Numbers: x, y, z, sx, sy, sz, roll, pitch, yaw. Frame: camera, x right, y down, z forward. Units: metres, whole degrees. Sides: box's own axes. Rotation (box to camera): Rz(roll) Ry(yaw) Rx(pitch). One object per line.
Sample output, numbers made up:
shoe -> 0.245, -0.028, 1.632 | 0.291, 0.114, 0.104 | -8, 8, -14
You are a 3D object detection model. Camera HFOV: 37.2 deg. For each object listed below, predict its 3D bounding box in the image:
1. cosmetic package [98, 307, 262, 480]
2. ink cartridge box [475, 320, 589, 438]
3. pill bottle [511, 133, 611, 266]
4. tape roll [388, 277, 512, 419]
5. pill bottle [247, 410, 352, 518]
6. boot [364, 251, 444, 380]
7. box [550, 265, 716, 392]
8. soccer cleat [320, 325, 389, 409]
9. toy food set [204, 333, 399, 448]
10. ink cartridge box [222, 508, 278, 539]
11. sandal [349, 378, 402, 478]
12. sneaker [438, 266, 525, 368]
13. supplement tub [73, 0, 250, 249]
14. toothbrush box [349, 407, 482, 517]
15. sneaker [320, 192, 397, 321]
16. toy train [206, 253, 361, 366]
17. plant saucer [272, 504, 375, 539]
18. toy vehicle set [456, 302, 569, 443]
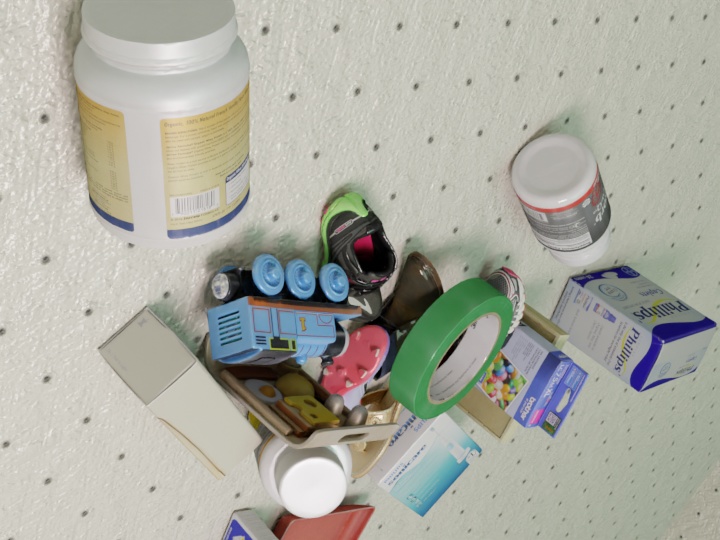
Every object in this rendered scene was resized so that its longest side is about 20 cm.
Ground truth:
cosmetic package -> -0.193, 0.139, 1.175 | 0.073, 0.104, 0.200 | -43, 144, -11
ink cartridge box -> 0.230, 0.145, 1.577 | 0.042, 0.200, 0.119 | 1, 120, -50
pill bottle -> 0.288, -0.093, 1.498 | 0.116, 0.116, 0.200 | -47, 146, -6
tape roll -> 0.123, 0.106, 1.430 | 0.200, 0.048, 0.200 | -38, 150, -27
pill bottle -> -0.072, 0.211, 1.278 | 0.109, 0.200, 0.109 | -4, 109, -11
boot -> 0.055, 0.067, 1.417 | 0.097, 0.075, 0.200 | -34, 145, -27
box -> 0.455, 0.092, 1.785 | 0.184, 0.200, 0.105 | -10, 128, -44
soccer cleat -> -0.017, 0.154, 1.429 | 0.076, 0.067, 0.200 | 3, 122, -59
toy food set -> -0.068, 0.130, 1.222 | 0.143, 0.200, 0.060 | 4, 115, -51
ink cartridge box -> -0.137, 0.464, 1.454 | 0.047, 0.200, 0.198 | -1, 123, -47
sandal -> 0.021, 0.189, 1.511 | 0.070, 0.078, 0.212 | 34, 92, -35
sneaker -> 0.167, 0.084, 1.556 | 0.075, 0.081, 0.200 | 14, 111, -51
supplement tub -> -0.166, -0.134, 0.913 | 0.144, 0.144, 0.200 | -26, 139, -32
toothbrush box -> 0.084, 0.274, 1.633 | 0.146, 0.085, 0.200 | -48, 146, -3
sneaker -> 0.000, 0.000, 1.282 | 0.077, 0.084, 0.200 | -35, 143, -21
toy train -> -0.084, 0.049, 1.194 | 0.200, 0.087, 0.114 | 8, 71, -49
plant saucer -> -0.090, 0.436, 1.628 | 0.200, 0.037, 0.200 | 6, 118, -51
toy vehicle set -> 0.221, 0.148, 1.638 | 0.027, 0.124, 0.200 | 0, 122, -49
